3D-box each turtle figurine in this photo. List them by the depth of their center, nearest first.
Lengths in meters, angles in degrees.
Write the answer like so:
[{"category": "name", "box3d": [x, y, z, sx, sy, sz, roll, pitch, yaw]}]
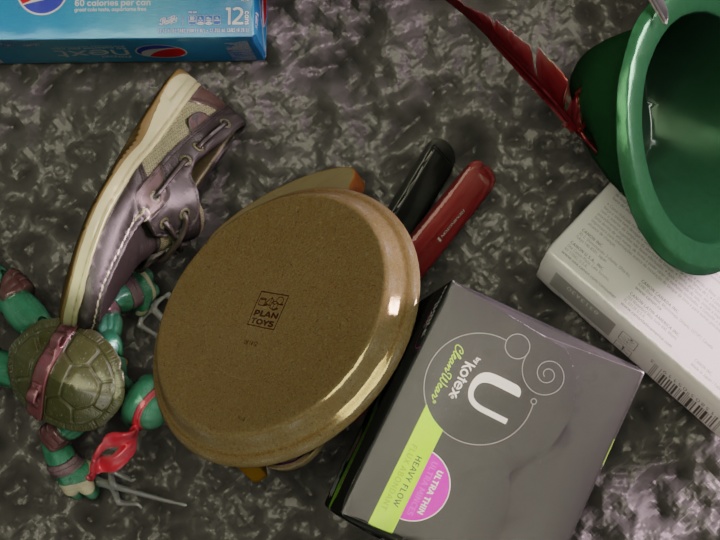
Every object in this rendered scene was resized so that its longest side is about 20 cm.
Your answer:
[{"category": "turtle figurine", "box3d": [-0.178, 0.059, 1.424, 0.200, 0.101, 0.150, 27, 85, 14]}]

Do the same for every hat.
[{"category": "hat", "box3d": [0.141, -0.097, 1.414, 0.176, 0.166, 0.200, 0, 98, 42]}]

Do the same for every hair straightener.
[{"category": "hair straightener", "box3d": [0.000, 0.000, 1.451, 0.077, 0.041, 0.200, 35, 91, 35]}]

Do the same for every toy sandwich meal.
[{"category": "toy sandwich meal", "box3d": [-0.039, 0.035, 1.372, 0.205, 0.070, 0.205, -17, 53, 25]}]

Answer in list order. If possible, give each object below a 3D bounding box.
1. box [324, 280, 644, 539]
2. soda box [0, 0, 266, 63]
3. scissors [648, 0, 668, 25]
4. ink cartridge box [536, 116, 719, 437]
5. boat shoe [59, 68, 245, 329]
[{"category": "box", "box3d": [0.066, 0.101, 1.333, 0.124, 0.200, 0.149, 25, 85, -2]}, {"category": "soda box", "box3d": [-0.161, -0.173, 1.469, 0.200, 0.064, 0.068, 0, 81, 4]}, {"category": "scissors", "box3d": [0.132, -0.232, 1.340, 0.073, 0.014, 0.200, 1, 67, -22]}, {"category": "ink cartridge box", "box3d": [0.233, -0.018, 1.433, 0.161, 0.050, 0.200, 41, 69, 9]}, {"category": "boat shoe", "box3d": [-0.126, -0.041, 1.414, 0.065, 0.073, 0.200, 23, 57, 0]}]
